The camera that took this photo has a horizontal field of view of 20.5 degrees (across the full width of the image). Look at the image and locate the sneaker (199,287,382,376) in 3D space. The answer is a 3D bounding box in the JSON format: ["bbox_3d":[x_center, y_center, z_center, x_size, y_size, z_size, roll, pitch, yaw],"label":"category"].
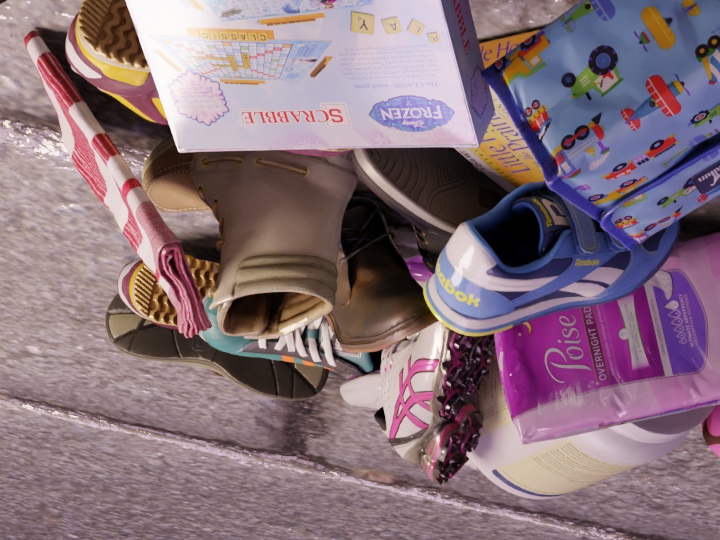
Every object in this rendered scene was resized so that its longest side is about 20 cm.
[{"bbox_3d":[-0.029,0.044,1.595,0.199,0.072,0.080,3,-169,-25],"label":"sneaker"}]

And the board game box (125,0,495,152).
[{"bbox_3d":[-0.040,-0.160,1.140,0.199,0.041,0.200,1,129,23],"label":"board game box"}]

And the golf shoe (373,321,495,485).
[{"bbox_3d":[0.049,0.079,1.532,0.092,0.073,0.200,33,140,22],"label":"golf shoe"}]

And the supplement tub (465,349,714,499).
[{"bbox_3d":[0.179,0.093,1.575,0.145,0.145,0.200,20,155,-20],"label":"supplement tub"}]

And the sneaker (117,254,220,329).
[{"bbox_3d":[-0.103,0.024,1.659,0.200,0.075,0.090,16,179,-21],"label":"sneaker"}]

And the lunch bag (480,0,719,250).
[{"bbox_3d":[0.188,-0.090,1.178,0.150,0.094,0.200,-34,149,13],"label":"lunch bag"}]

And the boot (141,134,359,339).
[{"bbox_3d":[-0.088,-0.027,1.413,0.200,0.155,0.072,-9,149,35],"label":"boot"}]

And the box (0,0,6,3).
[{"bbox_3d":[-0.306,-0.221,1.217,0.200,0.049,0.160,28,149,-33],"label":"box"}]

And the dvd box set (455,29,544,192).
[{"bbox_3d":[0.142,-0.107,1.286,0.200,0.029,0.146,-8,150,36],"label":"dvd box set"}]

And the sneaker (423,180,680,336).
[{"bbox_3d":[0.139,-0.020,1.346,0.200,0.074,0.082,-21,144,-26],"label":"sneaker"}]

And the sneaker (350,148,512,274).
[{"bbox_3d":[0.051,-0.041,1.417,0.200,0.075,0.106,26,150,-32],"label":"sneaker"}]

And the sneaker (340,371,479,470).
[{"bbox_3d":[0.067,0.125,1.737,0.200,0.100,0.075,1,-172,34],"label":"sneaker"}]

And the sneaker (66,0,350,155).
[{"bbox_3d":[-0.093,-0.125,1.298,0.200,0.075,0.090,24,162,-10],"label":"sneaker"}]

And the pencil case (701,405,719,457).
[{"bbox_3d":[0.329,0.094,1.574,0.090,0.094,0.200,12,157,-1],"label":"pencil case"}]

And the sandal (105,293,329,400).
[{"bbox_3d":[-0.121,0.057,1.736,0.200,0.080,0.057,16,174,6],"label":"sandal"}]

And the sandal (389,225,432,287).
[{"bbox_3d":[0.026,0.001,1.555,0.202,0.050,0.082,2,153,25],"label":"sandal"}]

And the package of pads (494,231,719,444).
[{"bbox_3d":[0.196,0.047,1.424,0.199,0.121,0.076,-12,171,4],"label":"package of pads"}]

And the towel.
[{"bbox_3d":[-0.170,-0.057,1.379,0.023,0.200,0.144,-31,155,-10],"label":"towel"}]

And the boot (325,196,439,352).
[{"bbox_3d":[0.000,0.000,1.440,0.075,0.097,0.200,-25,-170,-14],"label":"boot"}]
